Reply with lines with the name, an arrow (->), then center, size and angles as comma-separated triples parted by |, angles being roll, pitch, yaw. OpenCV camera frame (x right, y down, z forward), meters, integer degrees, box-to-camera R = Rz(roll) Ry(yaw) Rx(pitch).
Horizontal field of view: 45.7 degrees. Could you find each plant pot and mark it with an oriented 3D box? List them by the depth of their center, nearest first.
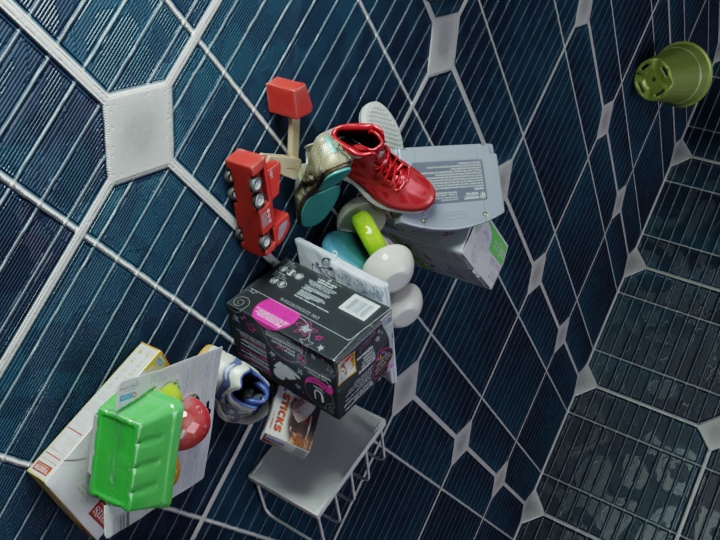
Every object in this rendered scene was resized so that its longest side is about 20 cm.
plant pot -> 0.926, -0.585, 2.584 | 0.189, 0.199, 0.202 | -17, 123, -41

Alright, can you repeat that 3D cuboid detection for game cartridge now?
game cartridge -> 0.133, -0.128, 1.336 | 0.198, 0.041, 0.135 | -7, 92, -28

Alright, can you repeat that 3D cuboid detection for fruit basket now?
fruit basket -> -0.237, 0.195, 1.020 | 0.200, 0.093, 0.187 | -26, 128, -69

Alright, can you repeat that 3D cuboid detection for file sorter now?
file sorter -> -0.063, 0.327, 1.421 | 0.200, 0.138, 0.125 | -49, 148, -34

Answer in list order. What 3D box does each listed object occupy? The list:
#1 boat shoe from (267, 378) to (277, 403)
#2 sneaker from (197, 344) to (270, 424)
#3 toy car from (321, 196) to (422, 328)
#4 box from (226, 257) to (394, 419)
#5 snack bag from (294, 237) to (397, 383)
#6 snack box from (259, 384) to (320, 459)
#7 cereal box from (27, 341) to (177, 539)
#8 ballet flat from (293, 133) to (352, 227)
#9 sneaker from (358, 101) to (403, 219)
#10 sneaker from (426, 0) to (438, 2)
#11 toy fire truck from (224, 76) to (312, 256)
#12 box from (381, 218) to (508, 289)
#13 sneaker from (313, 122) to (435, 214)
boat shoe -> -0.074, 0.167, 1.376 | 0.199, 0.072, 0.068 | -28, 136, -44
sneaker -> -0.163, 0.178, 1.201 | 0.076, 0.087, 0.200 | -63, 152, -17
toy car -> 0.000, 0.000, 1.337 | 0.149, 0.176, 0.201 | -23, 139, -5
box -> -0.067, 0.090, 1.188 | 0.132, 0.199, 0.116 | -39, 140, -37
snack bag -> -0.025, 0.055, 1.257 | 0.021, 0.199, 0.190 | -34, 136, -31
snack box -> -0.090, 0.180, 1.272 | 0.024, 0.071, 0.201 | -56, -167, 42
cereal box -> -0.292, 0.207, 1.038 | 0.201, 0.039, 0.145 | -53, 146, -29
ballet flat -> -0.059, -0.131, 1.185 | 0.067, 0.076, 0.200 | -22, 167, -20
sneaker -> 0.031, -0.165, 1.352 | 0.078, 0.079, 0.201 | -39, 114, -39
sneaker -> 0.135, -0.521, 1.306 | 0.115, 0.074, 0.202 | -39, 138, -48
toy fire truck -> -0.115, -0.134, 1.128 | 0.141, 0.048, 0.201 | -47, 145, -39
box -> 0.145, -0.058, 1.503 | 0.097, 0.175, 0.200 | -67, 151, -10
sneaker -> 0.032, -0.142, 1.210 | 0.079, 0.198, 0.115 | -71, -164, -10
